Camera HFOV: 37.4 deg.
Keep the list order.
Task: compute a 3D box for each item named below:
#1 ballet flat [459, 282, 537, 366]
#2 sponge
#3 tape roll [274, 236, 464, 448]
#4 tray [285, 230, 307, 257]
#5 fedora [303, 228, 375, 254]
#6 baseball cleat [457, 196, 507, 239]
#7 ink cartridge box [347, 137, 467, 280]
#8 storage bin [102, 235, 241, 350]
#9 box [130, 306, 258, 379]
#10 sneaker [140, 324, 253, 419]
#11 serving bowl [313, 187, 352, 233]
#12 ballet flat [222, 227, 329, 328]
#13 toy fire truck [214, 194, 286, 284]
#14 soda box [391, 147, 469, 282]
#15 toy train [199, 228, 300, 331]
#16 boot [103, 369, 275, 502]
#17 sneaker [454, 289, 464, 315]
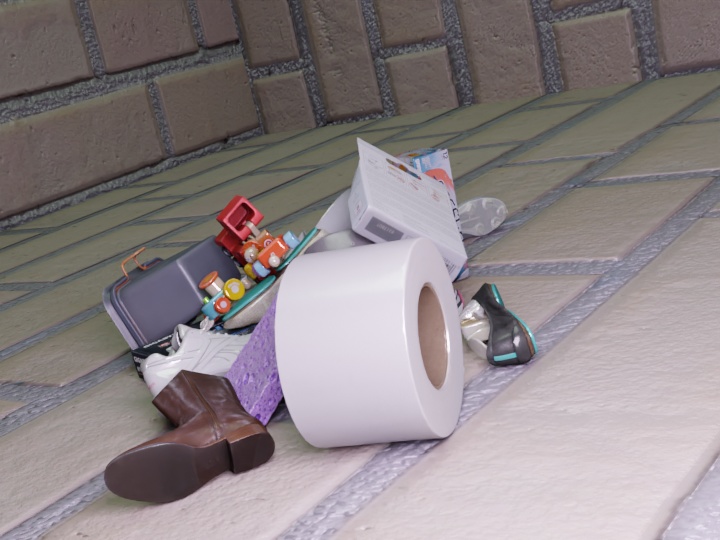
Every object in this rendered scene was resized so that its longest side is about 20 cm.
[{"bbox_3d":[0.155,0.064,1.284,0.068,0.069,0.200,-22,14,0],"label":"ballet flat"},{"bbox_3d":[-0.095,0.083,1.269,0.201,0.030,0.111,-59,28,-9],"label":"sponge"},{"bbox_3d":[0.014,0.075,1.091,0.137,0.205,0.203,-8,15,19],"label":"tape roll"},{"bbox_3d":[-0.105,-0.001,1.771,0.108,0.022,0.200,-56,15,5],"label":"tray"},{"bbox_3d":[0.000,0.000,1.435,0.197,0.091,0.177,-2,-22,-15],"label":"fedora"},{"bbox_3d":[0.152,-0.083,1.836,0.198,0.071,0.106,-19,15,-22],"label":"baseball cleat"},{"bbox_3d":[0.058,-0.085,1.451,0.161,0.057,0.201,27,23,-20],"label":"ink cartridge box"},{"bbox_3d":[-0.278,0.019,1.609,0.133,0.147,0.200,-30,7,19],"label":"storage bin"},{"bbox_3d":[-0.195,0.105,1.484,0.199,0.047,0.158,-23,17,-34],"label":"box"},{"bbox_3d":[-0.189,0.103,1.345,0.199,0.100,0.078,-25,-11,-42],"label":"sneaker"},{"bbox_3d":[-0.034,-0.022,1.616,0.065,0.202,0.200,32,28,10],"label":"serving bowl"},{"bbox_3d":[-0.103,0.024,1.473,0.200,0.062,0.067,-45,10,-15],"label":"ballet flat"},{"bbox_3d":[-0.150,-0.028,1.593,0.049,0.200,0.140,-51,27,-16],"label":"toy fire truck"},{"bbox_3d":[0.106,-0.080,1.597,0.063,0.203,0.068,-19,16,-26],"label":"soda box"},{"bbox_3d":[-0.165,0.002,1.458,0.200,0.056,0.150,-42,5,12],"label":"toy train"},{"bbox_3d":[-0.206,0.170,1.162,0.184,0.065,0.200,-6,20,-25],"label":"boot"},{"bbox_3d":[0.041,0.060,1.382,0.197,0.076,0.081,-16,14,-12],"label":"sneaker"}]
